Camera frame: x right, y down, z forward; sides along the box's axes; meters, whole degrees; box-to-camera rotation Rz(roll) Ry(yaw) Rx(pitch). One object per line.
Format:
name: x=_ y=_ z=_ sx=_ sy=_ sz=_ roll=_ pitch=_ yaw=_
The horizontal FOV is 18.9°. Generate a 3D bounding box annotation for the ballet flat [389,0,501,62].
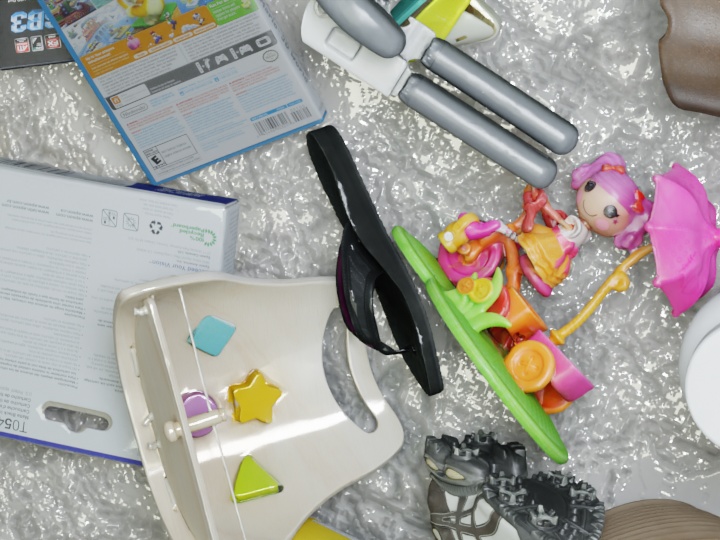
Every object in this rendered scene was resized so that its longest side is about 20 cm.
ballet flat: x=0.079 y=-0.193 z=1.427 sx=0.067 sy=0.067 sz=0.200 roll=37 pitch=107 yaw=-9

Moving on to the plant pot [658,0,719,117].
plant pot: x=0.294 y=-0.159 z=1.303 sx=0.197 sy=0.200 sz=0.202 roll=9 pitch=101 yaw=23

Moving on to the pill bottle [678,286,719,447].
pill bottle: x=0.256 y=0.053 z=1.335 sx=0.108 sy=0.200 sz=0.109 roll=3 pitch=100 yaw=16

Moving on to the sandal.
sandal: x=0.000 y=0.000 z=1.465 sx=0.048 sy=0.075 sz=0.201 roll=-23 pitch=76 yaw=-10

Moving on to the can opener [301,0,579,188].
can opener: x=0.047 y=-0.121 z=1.385 sx=0.199 sy=0.066 sz=0.053 roll=33 pitch=103 yaw=-2

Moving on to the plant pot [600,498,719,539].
plant pot: x=0.190 y=0.215 z=1.415 sx=0.200 sy=0.201 sz=0.093 roll=-31 pitch=48 yaw=19

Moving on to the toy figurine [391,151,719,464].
toy figurine: x=0.145 y=-0.006 z=1.420 sx=0.184 sy=0.150 sz=0.200 roll=-38 pitch=62 yaw=6

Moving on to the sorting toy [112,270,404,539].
sorting toy: x=-0.063 y=0.088 z=1.481 sx=0.179 sy=0.107 sz=0.201 roll=-15 pitch=93 yaw=-17

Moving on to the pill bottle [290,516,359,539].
pill bottle: x=-0.028 y=0.234 z=1.482 sx=0.199 sy=0.112 sz=0.113 roll=21 pitch=105 yaw=34

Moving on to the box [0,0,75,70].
box: x=-0.174 y=-0.248 z=1.502 sx=0.199 sy=0.050 sz=0.200 roll=-5 pitch=98 yaw=17

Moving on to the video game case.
video game case: x=-0.130 y=-0.162 z=1.463 sx=0.142 sy=0.018 sz=0.201 roll=-19 pitch=117 yaw=24

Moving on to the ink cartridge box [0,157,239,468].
ink cartridge box: x=-0.191 y=0.032 z=1.555 sx=0.198 sy=0.041 sz=0.201 roll=11 pitch=102 yaw=15

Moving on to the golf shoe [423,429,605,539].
golf shoe: x=0.100 y=0.172 z=1.405 sx=0.077 sy=0.200 sz=0.095 roll=2 pitch=100 yaw=-18
